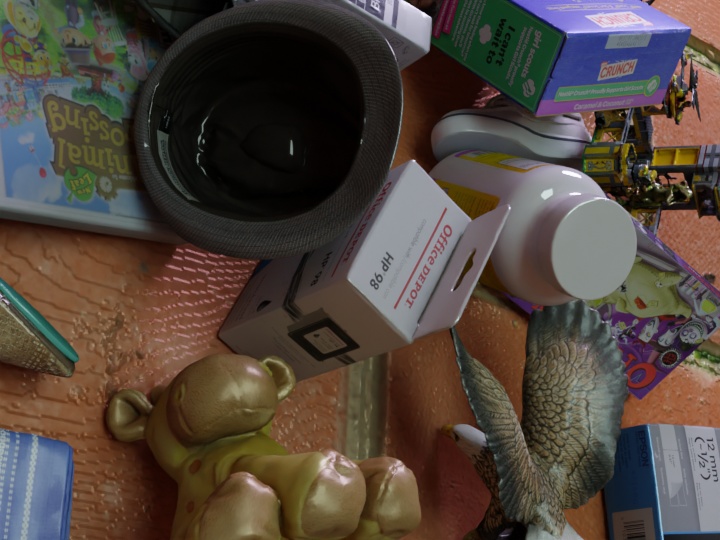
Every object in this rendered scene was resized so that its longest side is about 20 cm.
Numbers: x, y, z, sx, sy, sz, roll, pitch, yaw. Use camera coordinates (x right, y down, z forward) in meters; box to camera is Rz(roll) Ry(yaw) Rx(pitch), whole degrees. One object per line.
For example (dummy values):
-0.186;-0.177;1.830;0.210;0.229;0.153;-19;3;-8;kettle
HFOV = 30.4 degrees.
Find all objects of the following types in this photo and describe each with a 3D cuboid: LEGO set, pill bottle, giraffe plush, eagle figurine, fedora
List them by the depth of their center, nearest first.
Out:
-0.077;0.125;0.849;0.171;0.200;0.164;9;52;-42;giraffe plush
-0.053;-0.089;0.902;0.090;0.197;0.180;30;62;-69;fedora
0.122;0.133;1.011;0.149;0.203;0.152;12;22;4;eagle figurine
0.126;-0.033;1.021;0.103;0.200;0.106;-5;102;-22;pill bottle
0.281;-0.081;1.193;0.155;0.114;0.202;-63;143;-42;LEGO set

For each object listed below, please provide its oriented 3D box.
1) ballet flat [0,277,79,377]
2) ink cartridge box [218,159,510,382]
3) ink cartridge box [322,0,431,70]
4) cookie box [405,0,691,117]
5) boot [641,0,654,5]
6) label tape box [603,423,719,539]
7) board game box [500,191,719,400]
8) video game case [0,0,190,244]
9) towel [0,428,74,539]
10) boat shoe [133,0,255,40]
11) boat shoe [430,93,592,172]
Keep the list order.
-0.257;0.004;0.807;0.065;0.070;0.201;-42;102;-12;ballet flat
0.000;0.000;0.917;0.067;0.199;0.117;43;53;-19;ink cartridge box
-0.050;-0.203;1.011;0.198;0.099;0.040;24;59;-33;ink cartridge box
0.145;-0.210;1.117;0.170;0.076;0.200;-9;38;-41;cookie box
0.216;-0.303;1.287;0.198;0.073;0.164;40;57;-23;boot
0.306;0.215;1.189;0.198;0.066;0.146;7;71;-36;label tape box
0.219;0.019;1.153;0.199;0.120;0.032;35;24;-25;board game box
-0.192;-0.117;0.888;0.199;0.022;0.185;9;69;-52;video game case
-0.260;0.154;0.769;0.198;0.024;0.147;17;65;-35;towel
-0.107;-0.178;0.942;0.199;0.069;0.057;35;20;-41;boat shoe
0.134;-0.123;1.157;0.198;0.072;0.067;3;67;-38;boat shoe
